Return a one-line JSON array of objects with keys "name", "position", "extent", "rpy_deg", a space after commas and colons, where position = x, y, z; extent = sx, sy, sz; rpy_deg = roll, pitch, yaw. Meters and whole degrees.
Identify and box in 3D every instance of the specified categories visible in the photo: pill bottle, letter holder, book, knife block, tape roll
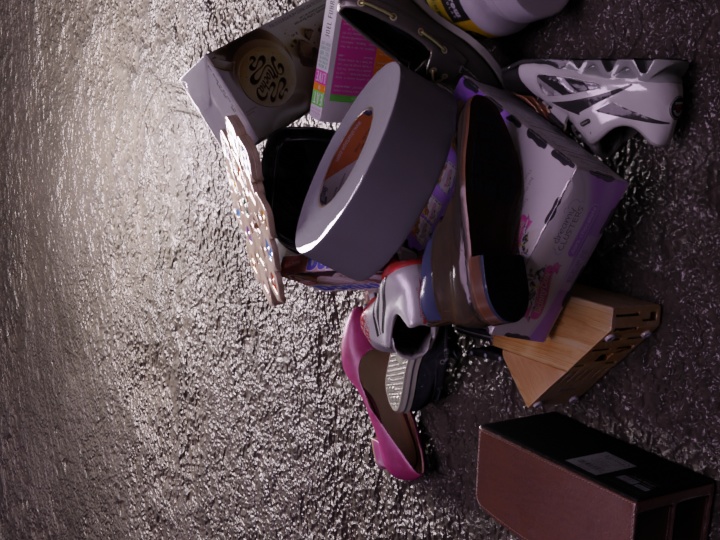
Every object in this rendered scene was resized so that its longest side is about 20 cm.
[{"name": "pill bottle", "position": [0.110, -0.285, 1.111], "extent": [0.199, 0.113, 0.116], "rpy_deg": [4, 95, 56]}, {"name": "letter holder", "position": [0.202, 0.231, 1.016], "extent": [0.199, 0.100, 0.144], "rpy_deg": [20, 110, 54]}, {"name": "book", "position": [0.020, -0.261, 1.229], "extent": [0.048, 0.132, 0.202], "rpy_deg": [34, 119, 50]}, {"name": "knife block", "position": [0.173, 0.031, 1.078], "extent": [0.200, 0.063, 0.177], "rpy_deg": [-53, 50, 44]}, {"name": "tape roll", "position": [0.013, -0.093, 1.069], "extent": [0.201, 0.066, 0.201], "rpy_deg": [-55, 18, 27]}]

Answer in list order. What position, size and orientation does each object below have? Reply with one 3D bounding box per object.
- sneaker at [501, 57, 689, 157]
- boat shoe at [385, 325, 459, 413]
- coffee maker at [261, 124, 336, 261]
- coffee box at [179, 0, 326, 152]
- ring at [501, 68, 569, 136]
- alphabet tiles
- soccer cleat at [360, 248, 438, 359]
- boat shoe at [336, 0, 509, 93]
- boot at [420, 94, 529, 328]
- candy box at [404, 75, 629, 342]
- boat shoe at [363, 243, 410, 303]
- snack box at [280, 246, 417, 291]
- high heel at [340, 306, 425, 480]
[{"name": "sneaker", "position": [0.201, -0.149, 1.017], "extent": [0.199, 0.074, 0.090], "rpy_deg": [16, 107, 52]}, {"name": "boat shoe", "position": [0.075, 0.072, 1.210], "extent": [0.075, 0.062, 0.201], "rpy_deg": [-115, 28, -47]}, {"name": "coffee maker", "position": [-0.067, -0.098, 1.311], "extent": [0.200, 0.133, 0.194], "rpy_deg": [120, 132, -76]}, {"name": "coffee box", "position": [-0.096, -0.230, 1.322], "extent": [0.080, 0.199, 0.114], "rpy_deg": [-24, 100, 54]}, {"name": "ring", "position": [0.138, -0.104, 1.142], "extent": [0.199, 0.019, 0.203], "rpy_deg": [-13, 73, 49]}, {"name": "alphabet tiles", "position": [-0.116, -0.064, 1.229], "extent": [0.196, 0.014, 0.202], "rpy_deg": [-123, 22, -52]}, {"name": "soccer cleat", "position": [0.041, 0.054, 1.086], "extent": [0.200, 0.068, 0.086], "rpy_deg": [105, 159, -64]}, {"name": "boat shoe", "position": [0.061, -0.215, 1.089], "extent": [0.072, 0.201, 0.061], "rpy_deg": [-6, 50, 60]}, {"name": "boot", "position": [0.085, -0.046, 0.975], "extent": [0.097, 0.074, 0.202], "rpy_deg": [-19, 68, 48]}, {"name": "candy box", "position": [0.131, -0.059, 1.041], "extent": [0.200, 0.071, 0.169], "rpy_deg": [51, 122, 49]}, {"name": "boat shoe", "position": [0.040, -0.042, 1.274], "extent": [0.072, 0.064, 0.202], "rpy_deg": [73, -161, -65]}, {"name": "snack box", "position": [0.000, 0.000, 1.179], "extent": [0.199, 0.071, 0.025], "rpy_deg": [-4, 71, 50]}, {"name": "high heel", "position": [0.030, 0.140, 1.286], "extent": [0.096, 0.067, 0.202], "rpy_deg": [175, 88, -66]}]
